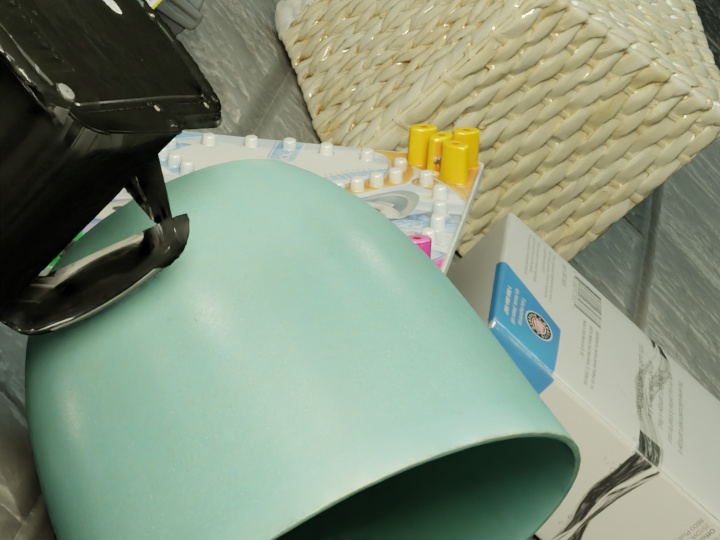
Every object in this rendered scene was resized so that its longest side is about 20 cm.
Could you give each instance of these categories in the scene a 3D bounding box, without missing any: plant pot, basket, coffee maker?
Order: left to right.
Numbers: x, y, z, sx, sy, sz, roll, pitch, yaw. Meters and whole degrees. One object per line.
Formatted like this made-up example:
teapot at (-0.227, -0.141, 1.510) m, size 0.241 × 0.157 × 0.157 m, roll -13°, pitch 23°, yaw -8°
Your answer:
coffee maker at (-0.178, -0.030, 0.936) m, size 0.192 × 0.200 × 0.135 m, roll 20°, pitch 31°, yaw -51°
plant pot at (-0.040, 0.056, 1.030) m, size 0.200 × 0.200 × 0.161 m, roll 8°, pitch 46°, yaw -58°
basket at (0.087, -0.124, 1.600) m, size 0.198 × 0.200 × 0.161 m, roll 29°, pitch 33°, yaw -37°

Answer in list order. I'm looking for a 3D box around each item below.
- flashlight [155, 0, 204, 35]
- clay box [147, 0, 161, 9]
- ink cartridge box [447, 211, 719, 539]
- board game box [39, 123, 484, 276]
flashlight at (-0.166, -0.196, 1.427) m, size 0.200 × 0.068 × 0.068 m, roll 37°, pitch 53°, yaw -27°
clay box at (-0.188, -0.187, 1.302) m, size 0.200 × 0.115 × 0.048 m, roll 42°, pitch 21°, yaw -13°
ink cartridge box at (0.123, 0.085, 1.447) m, size 0.200 × 0.084 × 0.145 m, roll 41°, pitch 23°, yaw -12°
board game box at (-0.050, -0.037, 1.249) m, size 0.199 × 0.026 × 0.200 m, roll 6°, pitch 22°, yaw 8°
